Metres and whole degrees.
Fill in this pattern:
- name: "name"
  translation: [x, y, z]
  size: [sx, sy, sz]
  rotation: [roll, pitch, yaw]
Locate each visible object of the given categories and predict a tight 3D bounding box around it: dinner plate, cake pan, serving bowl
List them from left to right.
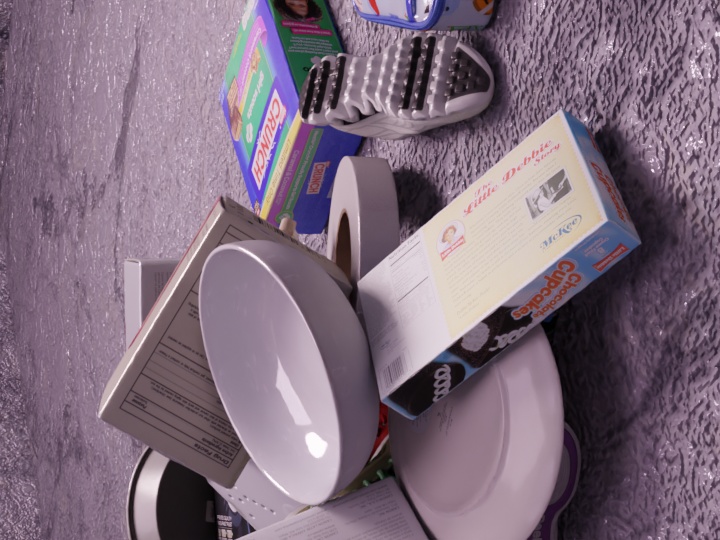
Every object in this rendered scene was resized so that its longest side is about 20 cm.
- name: "cake pan"
  translation: [-0.173, 0.268, 1.431]
  size: [0.037, 0.200, 0.201]
  rotation: [-11, 81, 41]
- name: "serving bowl"
  translation: [-0.044, 0.067, 0.939]
  size: [0.200, 0.066, 0.201]
  rotation: [39, 139, 45]
- name: "dinner plate"
  translation: [0.068, 0.102, 0.888]
  size: [0.200, 0.024, 0.201]
  rotation: [-12, 76, 58]

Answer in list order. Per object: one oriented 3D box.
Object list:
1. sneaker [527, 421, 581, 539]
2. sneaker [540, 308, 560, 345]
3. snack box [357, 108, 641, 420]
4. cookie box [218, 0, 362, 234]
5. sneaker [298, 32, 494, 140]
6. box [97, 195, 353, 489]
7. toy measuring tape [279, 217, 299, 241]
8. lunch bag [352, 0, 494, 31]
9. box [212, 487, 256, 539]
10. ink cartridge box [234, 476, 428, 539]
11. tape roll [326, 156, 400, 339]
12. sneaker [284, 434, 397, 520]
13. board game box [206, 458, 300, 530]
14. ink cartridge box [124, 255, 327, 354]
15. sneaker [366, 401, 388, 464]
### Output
- name: "sneaker"
  translation: [0.106, 0.185, 0.923]
  size: [0.100, 0.075, 0.201]
  rotation: [-134, 55, -66]
- name: "sneaker"
  translation: [0.081, 0.036, 0.953]
  size: [0.199, 0.070, 0.083]
  rotation: [-10, 76, 63]
- name: "snack box"
  translation: [0.084, -0.004, 0.850]
  size: [0.200, 0.037, 0.116]
  rotation: [-41, 37, 25]
- name: "cookie box"
  translation: [-0.072, -0.166, 1.289]
  size: [0.171, 0.075, 0.201]
  rotation: [116, 144, -46]
- name: "sneaker"
  translation: [0.040, -0.143, 1.046]
  size: [0.199, 0.081, 0.075]
  rotation: [4, 73, 48]
- name: "box"
  translation: [-0.114, 0.057, 1.071]
  size: [0.201, 0.128, 0.109]
  rotation: [-58, 12, 4]
- name: "toy measuring tape"
  translation: [-0.066, 0.044, 1.219]
  size: [0.074, 0.073, 0.201]
  rotation: [45, 158, 58]
- name: "lunch bag"
  translation: [0.055, -0.288, 0.991]
  size: [0.160, 0.075, 0.201]
  rotation: [-148, 59, -60]
- name: "box"
  translation: [-0.089, 0.226, 1.343]
  size: [0.200, 0.086, 0.165]
  rotation: [161, 106, -66]
- name: "ink cartridge box"
  translation: [-0.007, 0.255, 0.872]
  size: [0.050, 0.162, 0.200]
  rotation: [87, 158, -51]
- name: "tape roll"
  translation: [0.000, 0.000, 1.123]
  size: [0.203, 0.037, 0.204]
  rotation: [-178, 90, -80]
- name: "sneaker"
  translation: [0.013, 0.185, 1.005]
  size: [0.077, 0.200, 0.089]
  rotation: [50, -174, 4]
- name: "board game box"
  translation: [-0.036, 0.227, 1.148]
  size: [0.200, 0.026, 0.200]
  rotation: [45, 149, -1]
- name: "ink cartridge box"
  translation: [-0.132, 0.059, 1.290]
  size: [0.083, 0.199, 0.147]
  rotation: [-175, 84, -69]
- name: "sneaker"
  translation: [0.009, 0.153, 1.110]
  size: [0.200, 0.085, 0.077]
  rotation: [113, 145, -45]
